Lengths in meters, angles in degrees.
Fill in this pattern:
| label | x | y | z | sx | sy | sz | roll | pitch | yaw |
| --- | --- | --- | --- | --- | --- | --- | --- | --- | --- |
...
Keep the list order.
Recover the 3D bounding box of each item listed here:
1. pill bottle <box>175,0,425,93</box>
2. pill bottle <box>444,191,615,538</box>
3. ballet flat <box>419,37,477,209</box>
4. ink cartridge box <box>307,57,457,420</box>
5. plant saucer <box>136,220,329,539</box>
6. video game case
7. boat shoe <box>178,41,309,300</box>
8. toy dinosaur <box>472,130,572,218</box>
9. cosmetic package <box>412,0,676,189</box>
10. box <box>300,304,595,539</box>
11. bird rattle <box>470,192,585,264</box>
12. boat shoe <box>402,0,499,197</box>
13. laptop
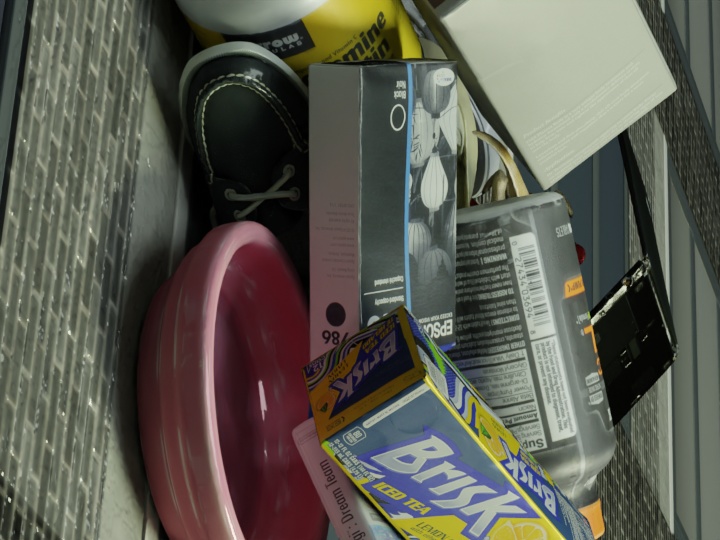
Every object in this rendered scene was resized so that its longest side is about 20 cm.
| label | x | y | z | sx | sy | sz | roll | pitch | yaw |
| --- | --- | --- | --- | --- | --- | --- | --- | --- | --- |
| pill bottle | -0.041 | -0.153 | 1.420 | 0.200 | 0.111 | 0.113 | 60 | 28 | -52 |
| pill bottle | 0.086 | 0.062 | 1.489 | 0.106 | 0.106 | 0.201 | -23 | 101 | -73 |
| ballet flat | 0.042 | -0.055 | 1.588 | 0.069 | 0.069 | 0.201 | 34 | 50 | -69 |
| ink cartridge box | 0.013 | -0.013 | 1.399 | 0.099 | 0.039 | 0.201 | -11 | 104 | -56 |
| plant saucer | -0.067 | 0.076 | 1.349 | 0.200 | 0.051 | 0.202 | -6 | 90 | -74 |
| video game case | 0.043 | 0.176 | 1.411 | 0.183 | 0.024 | 0.200 | 65 | 14 | 21 |
| boat shoe | -0.046 | -0.039 | 1.413 | 0.200 | 0.075 | 0.061 | 63 | 12 | -47 |
| toy dinosaur | 0.101 | -0.019 | 1.605 | 0.101 | 0.058 | 0.201 | -80 | 169 | -56 |
| cosmetic package | 0.096 | -0.146 | 1.470 | 0.090 | 0.107 | 0.200 | 54 | -1 | 37 |
| box | 0.052 | 0.113 | 1.374 | 0.200 | 0.070 | 0.064 | 50 | 14 | -35 |
| bird rattle | 0.081 | 0.008 | 1.780 | 0.163 | 0.113 | 0.200 | 46 | -10 | 39 |
| boat shoe | 0.043 | -0.120 | 1.785 | 0.066 | 0.070 | 0.201 | -56 | 143 | -40 |
| laptop | 0.145 | 0.017 | 1.691 | 0.103 | 0.200 | 0.177 | 41 | -7 | 25 |
